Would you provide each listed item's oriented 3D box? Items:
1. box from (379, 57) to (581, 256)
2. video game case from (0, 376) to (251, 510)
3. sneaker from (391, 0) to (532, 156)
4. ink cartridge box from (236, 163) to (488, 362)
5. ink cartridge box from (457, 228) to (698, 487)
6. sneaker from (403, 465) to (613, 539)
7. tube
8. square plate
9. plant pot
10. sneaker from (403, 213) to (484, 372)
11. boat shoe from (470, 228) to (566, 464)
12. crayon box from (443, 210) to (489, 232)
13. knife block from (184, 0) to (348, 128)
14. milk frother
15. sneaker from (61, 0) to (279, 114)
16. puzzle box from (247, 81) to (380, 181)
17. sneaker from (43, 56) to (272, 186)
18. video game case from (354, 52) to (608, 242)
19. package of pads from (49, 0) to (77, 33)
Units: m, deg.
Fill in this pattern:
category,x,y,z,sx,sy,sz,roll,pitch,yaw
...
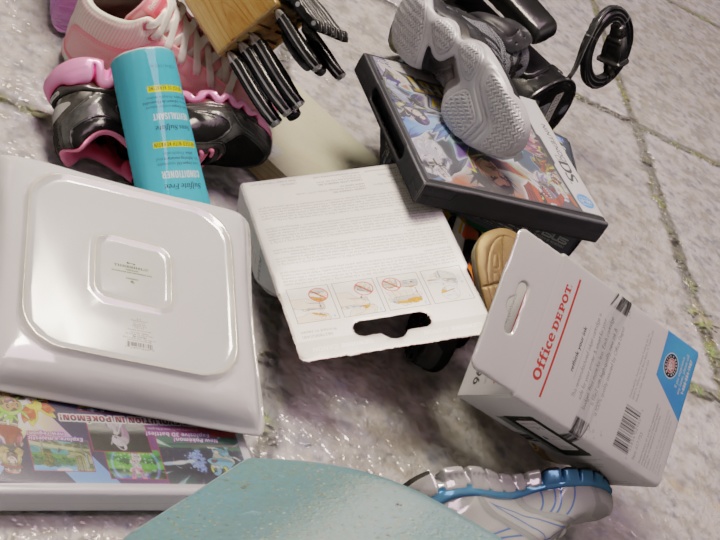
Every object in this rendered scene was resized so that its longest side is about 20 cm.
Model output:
category,x,y,z,sx,sy,sz,roll,pitch,yaw
box,0.113,-0.105,1.221,0.199,0.051,0.158,24,35,-15
video game case,-0.177,0.079,0.857,0.199,0.023,0.183,8,42,-35
sneaker,0.117,-0.175,1.149,0.113,0.076,0.201,-2,44,-36
ink cartridge box,0.000,0.000,1.035,0.160,0.050,0.201,-8,49,-16
ink cartridge box,0.150,0.067,0.964,0.199,0.068,0.117,33,68,-27
sneaker,0.112,0.192,0.942,0.199,0.075,0.087,4,61,-37
tube,-0.148,-0.069,1.001,0.077,0.050,0.202,-8,81,-39
square plate,-0.158,0.009,0.890,0.199,0.028,0.199,14,46,-25
plant pot,-0.036,0.215,0.673,0.199,0.197,0.196,35,32,20
sneaker,0.097,0.026,1.118,0.089,0.070,0.201,27,32,-6
boat shoe,0.132,0.067,1.058,0.073,0.069,0.201,-17,82,-26
crayon box,0.112,-0.094,1.300,0.199,0.051,0.127,33,34,-4
knife block,-0.104,-0.213,1.092,0.198,0.177,0.064,11,3,24
milk frother,0.172,-0.252,1.428,0.199,0.181,0.188,-17,59,-46
sneaker,-0.154,-0.188,1.108,0.199,0.105,0.076,19,56,-8
puzzle box,-0.078,-0.132,1.205,0.200,0.025,0.133,44,35,13
sneaker,-0.164,-0.103,1.066,0.199,0.079,0.096,10,56,-27
video game case,0.106,-0.110,1.150,0.199,0.026,0.181,11,40,-31
package of pads,-0.242,-0.312,1.198,0.075,0.121,0.201,12,40,-25
